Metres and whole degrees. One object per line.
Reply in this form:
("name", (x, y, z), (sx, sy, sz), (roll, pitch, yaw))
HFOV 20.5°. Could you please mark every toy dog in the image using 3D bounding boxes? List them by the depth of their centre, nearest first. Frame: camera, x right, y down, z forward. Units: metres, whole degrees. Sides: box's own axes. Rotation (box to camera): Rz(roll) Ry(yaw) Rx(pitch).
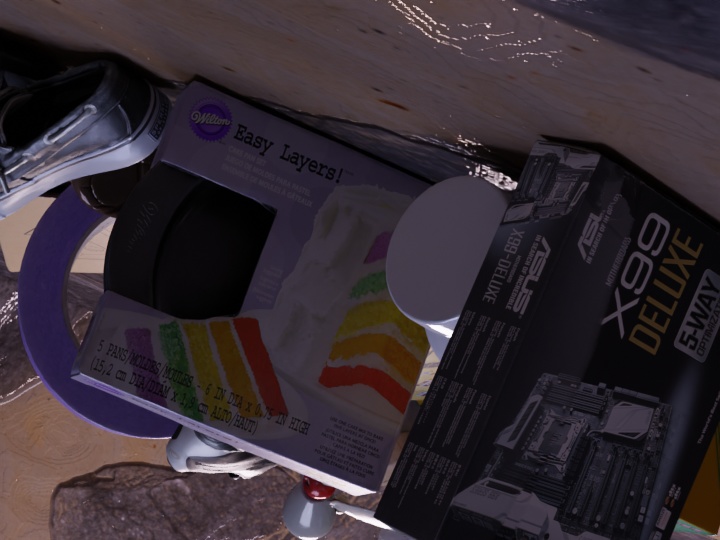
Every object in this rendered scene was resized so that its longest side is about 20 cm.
("toy dog", (0.009, 0.137, 1.530), (0.095, 0.133, 0.200), (-7, 171, -27))

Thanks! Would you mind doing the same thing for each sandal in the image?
("sandal", (-0.247, -0.120, 1.323), (0.075, 0.045, 0.200), (25, 172, -20))

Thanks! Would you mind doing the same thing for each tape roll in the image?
("tape roll", (-0.148, 0.021, 1.438), (0.198, 0.202, 0.085), (23, 172, -8))

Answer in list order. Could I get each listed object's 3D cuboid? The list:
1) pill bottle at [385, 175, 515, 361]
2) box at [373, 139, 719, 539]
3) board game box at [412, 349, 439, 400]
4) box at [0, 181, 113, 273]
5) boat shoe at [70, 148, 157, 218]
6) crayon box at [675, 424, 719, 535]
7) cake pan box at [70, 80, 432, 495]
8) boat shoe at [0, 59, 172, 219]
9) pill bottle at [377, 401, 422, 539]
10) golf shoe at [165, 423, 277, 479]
("pill bottle", (0.103, 0.023, 1.079), (0.111, 0.113, 0.199), (14, 169, 44))
("box", (0.110, 0.059, 0.979), (0.157, 0.202, 0.050), (29, 174, -40))
("board game box", (0.033, 0.050, 1.328), (0.135, 0.035, 0.199), (-24, 161, 35))
("box", (-0.211, -0.035, 1.593), (0.162, 0.022, 0.200), (1, 164, -5))
("boat shoe", (-0.110, -0.057, 1.355), (0.201, 0.075, 0.075), (26, -165, -35))
("crayon box", (0.159, 0.082, 1.287), (0.199, 0.120, 0.058), (26, 166, -28))
("cake pan box", (-0.052, 0.010, 1.158), (0.199, 0.186, 0.052), (24, 168, -12))
("boat shoe", (-0.211, -0.082, 1.229), (0.198, 0.074, 0.068), (-10, 148, 37))
("pill bottle", (0.086, 0.138, 1.590), (0.110, 0.202, 0.111), (21, 172, 3))
("golf shoe", (-0.057, 0.096, 1.383), (0.094, 0.078, 0.199), (-38, 159, 33))
